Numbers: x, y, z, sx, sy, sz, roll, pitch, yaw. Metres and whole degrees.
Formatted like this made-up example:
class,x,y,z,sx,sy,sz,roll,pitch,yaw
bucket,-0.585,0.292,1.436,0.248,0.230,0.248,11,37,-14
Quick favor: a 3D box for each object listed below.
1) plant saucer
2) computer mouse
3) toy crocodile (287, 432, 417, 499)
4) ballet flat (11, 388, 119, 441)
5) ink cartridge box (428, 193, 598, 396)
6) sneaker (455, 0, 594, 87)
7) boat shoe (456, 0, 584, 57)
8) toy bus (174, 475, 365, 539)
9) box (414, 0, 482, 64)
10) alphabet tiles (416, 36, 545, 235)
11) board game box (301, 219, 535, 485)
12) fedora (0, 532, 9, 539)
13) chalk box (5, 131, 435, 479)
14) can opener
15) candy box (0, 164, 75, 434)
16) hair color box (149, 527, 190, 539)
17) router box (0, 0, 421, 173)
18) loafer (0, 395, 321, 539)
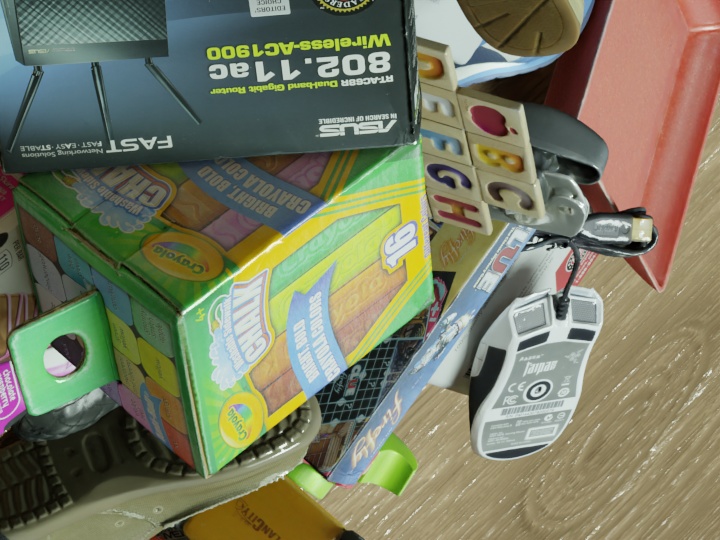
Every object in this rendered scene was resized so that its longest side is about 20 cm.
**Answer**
class,x,y,z,sx,sy,sz,roll,pitch,yaw
plant saucer,0.166,-0.119,1.682,0.200,0.037,0.201,54,48,-55
computer mouse,0.104,0.034,1.659,0.109,0.044,0.201,-7,136,-26
toy crocodile,-0.026,0.101,1.711,0.068,0.062,0.200,-52,153,0
ballet flat,-0.113,0.025,1.508,0.199,0.067,0.057,-31,169,-27
ink cartridge box,0.054,-0.012,1.677,0.147,0.083,0.200,-56,153,7
sneaker,0.064,-0.153,1.538,0.200,0.074,0.083,-27,141,-41
boat shoe,0.056,-0.182,1.286,0.200,0.071,0.065,62,35,-51
toy bus,-0.056,0.147,1.571,0.065,0.200,0.078,-48,152,-7
box,0.027,-0.225,1.361,0.201,0.105,0.184,-56,151,10
alphabet tiles,-0.005,-0.079,1.394,0.167,0.199,0.006,73,38,-58
board game box,0.000,0.000,1.553,0.200,0.135,0.035,-54,152,6
fedora,-0.221,0.193,1.471,0.092,0.199,0.201,-73,177,-51
chalk box,-0.078,0.000,1.317,0.200,0.124,0.125,-39,147,-24
can opener,0.033,-0.065,1.483,0.053,0.199,0.067,77,32,-56
candy box,-0.164,-0.005,1.379,0.200,0.061,0.137,-40,150,-22
hair color box,-0.144,0.226,1.682,0.101,0.061,0.201,-3,125,-54
router box,-0.075,-0.122,1.241,0.199,0.062,0.150,-4,137,2
loafer,-0.116,0.106,1.522,0.199,0.076,0.068,-16,150,0
